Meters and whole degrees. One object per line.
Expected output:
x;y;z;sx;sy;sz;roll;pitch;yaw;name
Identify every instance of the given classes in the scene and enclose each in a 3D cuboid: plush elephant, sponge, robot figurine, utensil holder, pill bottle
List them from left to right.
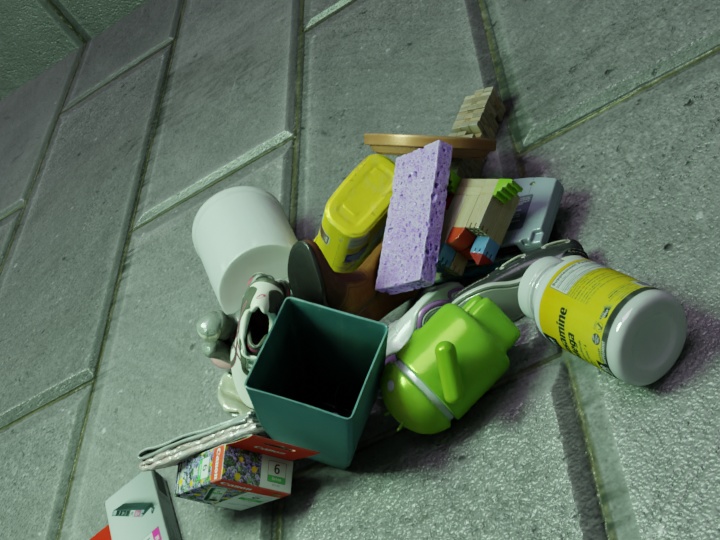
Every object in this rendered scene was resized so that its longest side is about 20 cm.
-0.180;-0.024;1.773;0.170;0.170;0.200;-38;34;3;utensil holder
-0.136;0.127;1.530;0.164;0.156;0.200;-23;-14;-17;plush elephant
0.075;-0.071;1.478;0.111;0.030;0.202;-14;63;58;sponge
0.108;0.124;1.357;0.200;0.116;0.175;-45;10;-4;robot figurine
0.281;0.051;1.273;0.112;0.113;0.200;-46;33;-9;pill bottle

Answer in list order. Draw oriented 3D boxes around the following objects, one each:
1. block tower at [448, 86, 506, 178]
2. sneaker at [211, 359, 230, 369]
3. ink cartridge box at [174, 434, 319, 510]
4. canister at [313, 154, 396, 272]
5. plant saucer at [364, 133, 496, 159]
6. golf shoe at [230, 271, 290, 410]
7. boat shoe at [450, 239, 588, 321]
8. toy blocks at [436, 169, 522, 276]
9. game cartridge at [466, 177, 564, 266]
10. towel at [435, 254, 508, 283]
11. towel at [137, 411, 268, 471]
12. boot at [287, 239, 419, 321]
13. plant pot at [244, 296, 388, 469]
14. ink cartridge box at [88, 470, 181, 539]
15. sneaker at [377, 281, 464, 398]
0.178;-0.208;1.734;0.054;0.058;0.201;-6;45;39;block tower
-0.152;0.110;1.670;0.199;0.076;0.105;-29;29;9;sneaker
-0.152;0.269;1.400;0.200;0.108;0.051;-28;50;49;ink cartridge box
-0.003;-0.080;1.635;0.149;0.086;0.200;-50;-6;-19;canister
0.104;-0.186;1.598;0.200;0.199;0.033;10;99;50;plant saucer
-0.139;0.104;1.398;0.076;0.202;0.088;8;24;4;golf shoe
0.209;0.015;1.424;0.199;0.074;0.061;-26;36;17;boat shoe
0.130;-0.057;1.484;0.199;0.100;0.138;7;68;52;toy blocks
0.195;-0.070;1.531;0.199;0.042;0.134;-10;40;41;game cartridge
0.149;-0.042;1.598;0.199;0.022;0.147;-12;42;36;towel
-0.184;0.230;1.488;0.199;0.191;0.032;-22;79;21;towel
0.000;0.000;1.499;0.068;0.189;0.200;-2;30;48;boot
-0.049;0.162;1.380;0.140;0.201;0.142;15;56;13;plant pot
-0.346;0.405;1.551;0.173;0.044;0.200;-38;33;1;ink cartridge box
0.063;0.083;1.488;0.200;0.075;0.100;-44;29;-8;sneaker
